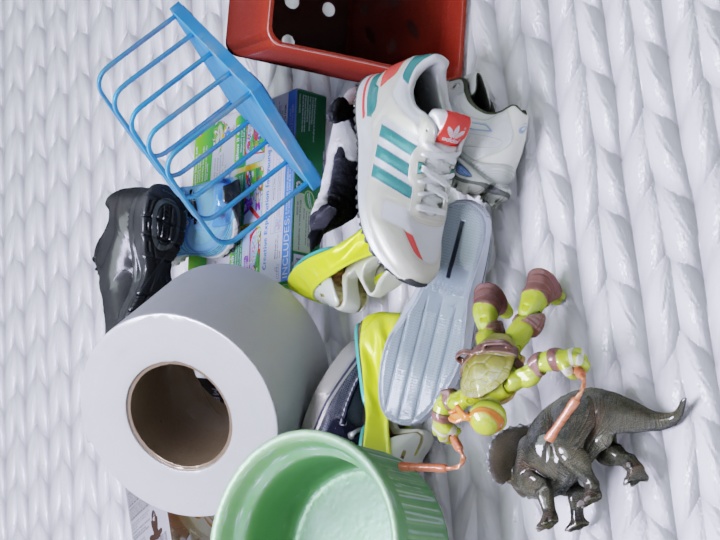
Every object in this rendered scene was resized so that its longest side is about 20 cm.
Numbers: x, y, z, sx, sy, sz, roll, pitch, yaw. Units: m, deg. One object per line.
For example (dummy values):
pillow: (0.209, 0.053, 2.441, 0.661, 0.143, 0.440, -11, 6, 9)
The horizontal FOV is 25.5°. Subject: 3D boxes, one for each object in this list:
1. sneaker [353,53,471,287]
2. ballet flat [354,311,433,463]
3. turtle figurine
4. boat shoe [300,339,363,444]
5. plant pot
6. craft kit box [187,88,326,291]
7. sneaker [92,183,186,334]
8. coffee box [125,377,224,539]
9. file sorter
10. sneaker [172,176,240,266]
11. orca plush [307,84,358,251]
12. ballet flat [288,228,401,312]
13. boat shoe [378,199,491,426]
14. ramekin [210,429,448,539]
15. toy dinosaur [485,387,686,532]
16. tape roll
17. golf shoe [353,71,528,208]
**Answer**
sneaker: (0.049, -0.090, 1.329, 0.093, 0.070, 0.201, -26, 60, 41)
ballet flat: (0.032, 0.132, 1.420, 0.067, 0.067, 0.202, -9, 71, 22)
turtle figurine: (0.103, 0.077, 1.271, 0.200, 0.064, 0.162, -32, 29, 40)
boat shoe: (-0.011, 0.172, 1.469, 0.092, 0.075, 0.201, 24, 87, 19)
plant pot: (-0.028, -0.274, 1.494, 0.176, 0.198, 0.202, -9, 75, 61)
craft kit box: (-0.111, -0.071, 1.668, 0.197, 0.048, 0.202, -10, 74, 49)
sneaker: (-0.233, 0.011, 1.621, 0.090, 0.076, 0.202, 7, 86, 39)
coffee box: (-0.174, 0.214, 1.624, 0.080, 0.114, 0.201, -43, 49, 42)
file sorter: (-0.155, -0.141, 1.556, 0.122, 0.139, 0.200, -37, 43, -5)
sneaker: (-0.196, -0.049, 1.666, 0.199, 0.089, 0.079, -22, 64, 48)
orca plush: (0.005, -0.102, 1.472, 0.200, 0.070, 0.106, -65, -26, -56)
ballet flat: (0.000, 0.000, 1.471, 0.200, 0.066, 0.068, -32, 56, 43)
boat shoe: (0.076, 0.040, 1.378, 0.073, 0.067, 0.201, 23, 94, 20)
ramekin: (-0.022, 0.237, 1.327, 0.199, 0.097, 0.202, -9, 74, 36)
toy dinosaur: (0.162, 0.137, 1.229, 0.200, 0.077, 0.103, -48, 54, 39)
tape roll: (-0.144, 0.110, 1.498, 0.201, 0.139, 0.204, 7, 112, 18)
golf shoe: (0.077, -0.137, 1.417, 0.200, 0.078, 0.098, 36, 104, 41)
